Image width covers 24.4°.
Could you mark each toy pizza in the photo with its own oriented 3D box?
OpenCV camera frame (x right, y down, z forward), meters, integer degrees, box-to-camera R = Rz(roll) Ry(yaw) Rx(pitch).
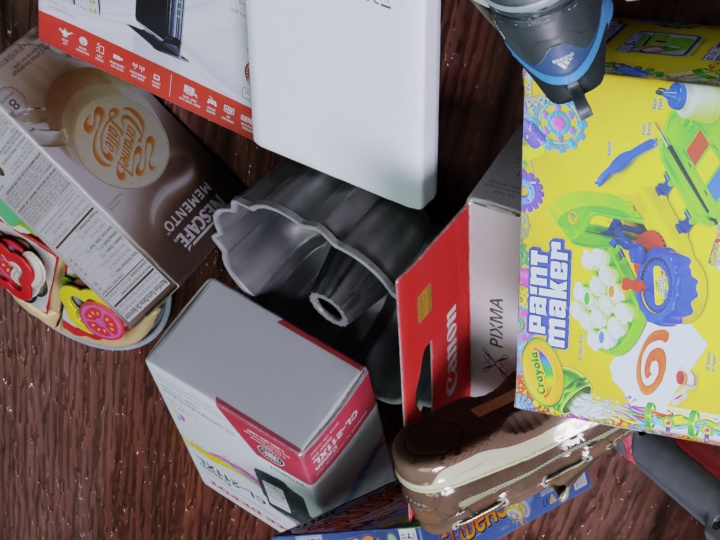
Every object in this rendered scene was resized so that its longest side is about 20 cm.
[{"bbox_3d":[-0.239,-0.012,1.335,0.198,0.032,0.202,19,133,21],"label":"toy pizza"}]

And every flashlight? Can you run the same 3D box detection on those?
[{"bbox_3d":[0.212,0.116,1.034,0.200,0.067,0.068,40,115,51],"label":"flashlight"}]

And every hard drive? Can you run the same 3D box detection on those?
[{"bbox_3d":[-0.012,-0.143,0.991,0.131,0.027,0.202,24,135,26],"label":"hard drive"}]

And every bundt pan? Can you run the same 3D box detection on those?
[{"bbox_3d":[0.000,0.000,1.119,0.201,0.076,0.203,33,156,17],"label":"bundt pan"}]

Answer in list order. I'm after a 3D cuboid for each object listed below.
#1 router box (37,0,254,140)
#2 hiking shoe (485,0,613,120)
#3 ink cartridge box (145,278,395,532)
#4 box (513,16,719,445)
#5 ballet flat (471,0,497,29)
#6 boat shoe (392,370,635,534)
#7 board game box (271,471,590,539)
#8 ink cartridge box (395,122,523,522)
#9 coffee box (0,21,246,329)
[{"bbox_3d":[-0.117,-0.197,1.086,0.198,0.049,0.181,25,135,15],"label":"router box"},{"bbox_3d":[0.091,-0.161,0.867,0.073,0.201,0.087,-13,124,17],"label":"hiking shoe"},{"bbox_3d":[-0.059,0.118,1.225,0.145,0.083,0.201,28,155,24],"label":"ink cartridge box"},{"bbox_3d":[0.192,-0.022,0.916,0.190,0.122,0.203,9,115,21],"label":"box"},{"bbox_3d":[0.047,-0.206,0.953,0.200,0.064,0.067,41,137,-1],"label":"ballet flat"},{"bbox_3d":[0.116,0.101,1.021,0.075,0.200,0.076,-127,21,-59],"label":"boat shoe"},{"bbox_3d":[0.053,0.169,1.162,0.134,0.199,0.035,-12,93,40],"label":"board game box"},{"bbox_3d":[0.084,0.038,1.046,0.044,0.176,0.202,16,132,23],"label":"ink cartridge box"},{"bbox_3d":[-0.188,-0.074,1.189,0.200,0.115,0.080,45,137,-7],"label":"coffee box"}]
